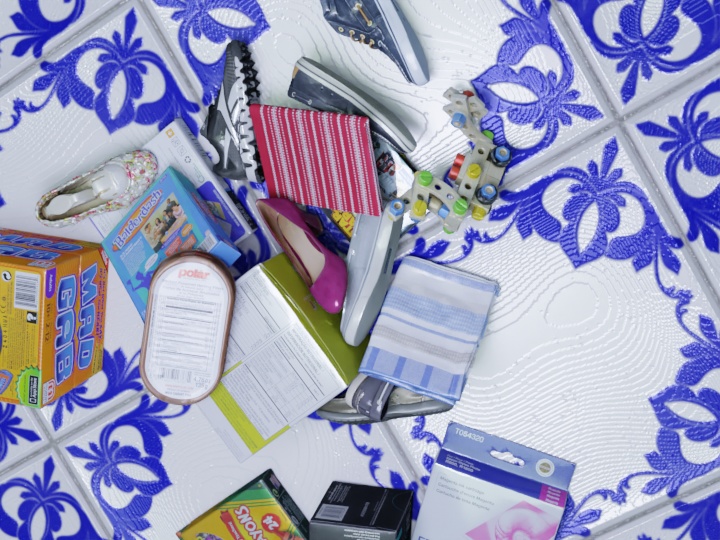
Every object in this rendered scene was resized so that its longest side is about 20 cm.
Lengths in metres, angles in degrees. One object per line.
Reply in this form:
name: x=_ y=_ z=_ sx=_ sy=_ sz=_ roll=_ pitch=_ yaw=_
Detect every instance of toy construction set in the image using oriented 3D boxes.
toy construction set: x=0.126 y=-0.137 z=1.436 sx=0.130 sy=0.092 sz=0.201 roll=22 pitch=80 yaw=2

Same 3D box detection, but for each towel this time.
towel: x=0.095 y=0.076 z=1.467 sx=0.146 sy=0.201 sz=0.024 roll=18 pitch=148 yaw=9
towel: x=-0.060 y=-0.150 z=1.448 sx=0.199 sy=0.022 sz=0.145 roll=12 pitch=127 yaw=34

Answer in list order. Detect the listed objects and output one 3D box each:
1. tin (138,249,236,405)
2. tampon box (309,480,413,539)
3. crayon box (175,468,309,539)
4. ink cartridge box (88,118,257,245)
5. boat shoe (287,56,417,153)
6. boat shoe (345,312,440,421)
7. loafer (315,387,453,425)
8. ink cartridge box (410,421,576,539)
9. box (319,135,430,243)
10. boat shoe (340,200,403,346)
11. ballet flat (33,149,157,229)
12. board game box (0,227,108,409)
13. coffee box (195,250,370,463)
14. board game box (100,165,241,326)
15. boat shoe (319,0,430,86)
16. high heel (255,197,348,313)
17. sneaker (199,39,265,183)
tin: x=-0.220 y=0.075 z=1.376 sx=0.111 sy=0.042 sz=0.202 roll=7 pitch=103 yaw=-11
tampon box: x=0.000 y=0.430 z=1.560 sx=0.125 sy=0.150 sz=0.202 roll=5 pitch=102 yaw=11
crayon box: x=-0.182 y=0.410 z=1.648 sx=0.200 sy=0.051 sz=0.127 roll=-37 pitch=92 yaw=17
ink cartridge box: x=-0.282 y=-0.082 z=1.576 sx=0.199 sy=0.043 sz=0.199 roll=-35 pitch=91 yaw=16
boat shoe: x=-0.013 y=-0.208 z=1.439 sx=0.199 sy=0.075 sz=0.062 roll=34 pitch=106 yaw=8
boat shoe: x=0.069 y=0.129 z=1.488 sx=0.200 sy=0.073 sz=0.063 roll=-42 pitch=55 yaw=-19
loafer: x=0.033 y=0.180 z=1.553 sx=0.198 sy=0.075 sz=0.070 roll=-7 pitch=77 yaw=5
ink cartridge box: x=0.188 y=0.343 z=1.559 sx=0.195 sy=0.043 sz=0.201 roll=17 pitch=105 yaw=9
box: x=-0.001 y=-0.128 z=1.508 sx=0.137 sy=0.040 sz=0.200 roll=-42 pitch=90 yaw=17
boat shoe: x=0.000 y=-0.001 z=1.467 sx=0.071 sy=0.070 sz=0.202 roll=15 pitch=85 yaw=19
ballet flat: x=-0.380 y=-0.109 z=1.541 sx=0.199 sy=0.064 sz=0.076 roll=-27 pitch=91 yaw=16
board game box: x=-0.502 y=0.061 z=1.571 sx=0.198 sy=0.200 sz=0.202 roll=9 pitch=103 yaw=10
coffee box: x=-0.122 y=0.107 z=1.497 sx=0.197 sy=0.200 sz=0.200 roll=-37 pitch=90 yaw=16
board game box: x=-0.260 y=-0.029 z=1.463 sx=0.152 sy=0.045 sz=0.200 roll=-47 pitch=46 yaw=8
boat shoe: x=0.015 y=-0.323 z=1.454 sx=0.090 sy=0.071 sz=0.201 roll=-28 pitch=87 yaw=17
high heel: x=-0.082 y=-0.020 z=1.440 sx=0.096 sy=0.200 sz=0.068 roll=17 pitch=118 yaw=-33
sneaker: x=-0.186 y=-0.219 z=1.516 sx=0.090 sy=0.066 sz=0.202 roll=-3 pitch=102 yaw=10
